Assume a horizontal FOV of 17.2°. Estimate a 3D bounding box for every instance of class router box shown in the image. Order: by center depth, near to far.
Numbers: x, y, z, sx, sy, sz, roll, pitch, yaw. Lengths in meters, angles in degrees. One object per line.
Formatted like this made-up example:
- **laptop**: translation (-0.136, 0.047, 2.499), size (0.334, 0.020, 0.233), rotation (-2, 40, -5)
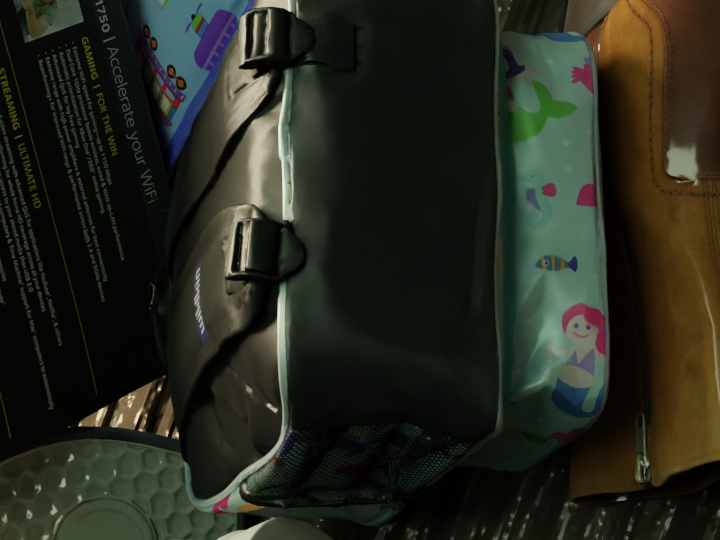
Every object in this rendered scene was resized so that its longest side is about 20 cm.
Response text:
- **router box**: translation (-0.143, -0.036, 0.869), size (0.051, 0.149, 0.201), rotation (1, 110, 44)

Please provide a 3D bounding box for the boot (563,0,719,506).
- **boot**: translation (0.113, -0.033, 0.788), size (0.188, 0.068, 0.201), rotation (-33, 49, 58)

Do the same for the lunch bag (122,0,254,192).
- **lunch bag**: translation (-0.087, -0.100, 0.969), size (0.200, 0.094, 0.151), rotation (-51, 60, 37)

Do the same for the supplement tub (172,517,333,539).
- **supplement tub**: translation (-0.086, 0.182, 0.830), size (0.199, 0.145, 0.146), rotation (-27, 59, 21)

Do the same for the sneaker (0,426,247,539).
- **sneaker**: translation (-0.153, 0.108, 0.945), size (0.201, 0.146, 0.077), rotation (-9, 86, -13)

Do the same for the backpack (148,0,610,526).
- **backpack**: translation (0.000, 0.000, 0.831), size (0.200, 0.150, 0.178), rotation (134, 139, -61)
